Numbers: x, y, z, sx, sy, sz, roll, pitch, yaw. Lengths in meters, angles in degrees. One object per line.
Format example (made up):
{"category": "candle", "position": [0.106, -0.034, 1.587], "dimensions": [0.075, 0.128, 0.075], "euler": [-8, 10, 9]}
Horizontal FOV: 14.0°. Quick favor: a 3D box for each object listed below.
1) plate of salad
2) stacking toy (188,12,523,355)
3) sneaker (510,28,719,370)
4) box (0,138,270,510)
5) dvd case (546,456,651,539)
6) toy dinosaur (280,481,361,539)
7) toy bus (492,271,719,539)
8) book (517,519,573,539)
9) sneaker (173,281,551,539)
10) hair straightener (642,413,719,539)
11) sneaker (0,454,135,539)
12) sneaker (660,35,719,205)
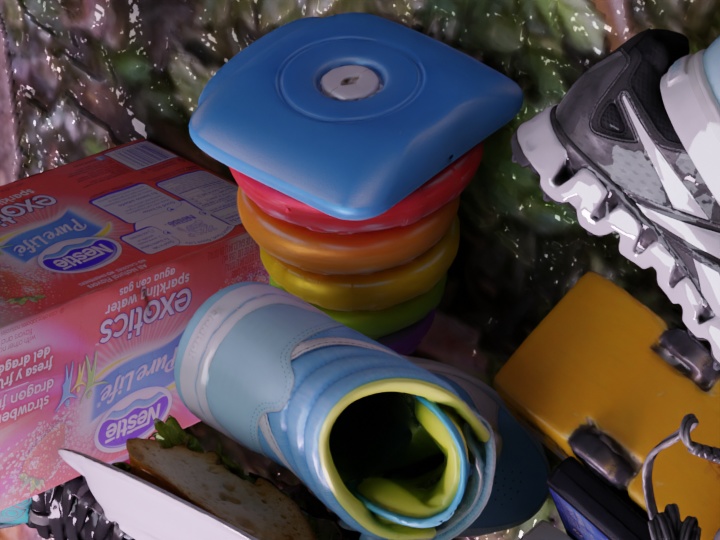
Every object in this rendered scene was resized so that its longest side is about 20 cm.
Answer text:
{"category": "plate of salad", "position": [-0.031, 0.113, 1.189], "dimensions": [0.199, 0.200, 0.048], "euler": [21, 78, 36]}
{"category": "stacking toy", "position": [0.000, 0.000, 1.256], "dimensions": [0.109, 0.116, 0.201], "euler": [27, 137, 33]}
{"category": "sneaker", "position": [0.153, -0.015, 1.113], "dimensions": [0.200, 0.066, 0.091], "euler": [43, 116, 10]}
{"category": "box", "position": [-0.132, 0.023, 1.300], "dimensions": [0.102, 0.200, 0.095], "euler": [25, 121, 32]}
{"category": "dvd case", "position": [0.157, 0.161, 1.158], "dimensions": [0.200, 0.018, 0.143], "euler": [41, 170, 24]}
{"category": "toy dinosaur", "position": [-0.005, 0.139, 1.324], "dimensions": [0.077, 0.102, 0.201], "euler": [-112, 38, -62]}
{"category": "toy bus", "position": [0.144, 0.086, 1.148], "dimensions": [0.200, 0.065, 0.078], "euler": [40, 173, 24]}
{"category": "book", "position": [0.101, 0.209, 1.227], "dimensions": [0.134, 0.048, 0.201], "euler": [42, 150, 25]}
{"category": "sneaker", "position": [0.028, 0.080, 1.176], "dimensions": [0.130, 0.199, 0.080], "euler": [31, 95, 50]}
{"category": "hair straightener", "position": [0.120, 0.142, 1.081], "dimensions": [0.077, 0.041, 0.201], "euler": [14, 122, 42]}
{"category": "sneaker", "position": [-0.139, 0.106, 1.349], "dimensions": [0.200, 0.120, 0.084], "euler": [-121, 36, -45]}
{"category": "sneaker", "position": [0.191, -0.009, 1.034], "dimensions": [0.082, 0.074, 0.200], "euler": [-37, 90, 26]}
